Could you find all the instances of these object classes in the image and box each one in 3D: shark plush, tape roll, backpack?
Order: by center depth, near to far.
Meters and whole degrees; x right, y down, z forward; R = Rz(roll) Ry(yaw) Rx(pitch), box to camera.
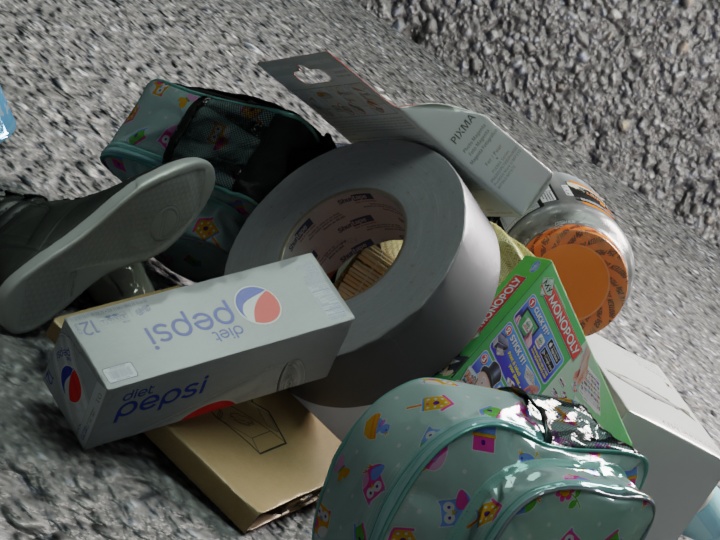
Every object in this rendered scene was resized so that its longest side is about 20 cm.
[{"bbox_3d":[0.078,0.165,1.328,0.200,0.176,0.153,19,15,-29],"label":"backpack"},{"bbox_3d":[0.000,0.000,1.510,0.200,0.200,0.066,47,-5,47],"label":"tape roll"},{"bbox_3d":[-0.205,0.000,1.591,0.083,0.091,0.200,52,-12,-29],"label":"shark plush"},{"bbox_3d":[-0.114,-0.067,1.683,0.200,0.153,0.176,29,-8,36],"label":"backpack"}]

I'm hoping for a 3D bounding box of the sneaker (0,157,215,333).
[{"bbox_3d":[-0.204,-0.040,1.476,0.099,0.200,0.071,35,-31,36],"label":"sneaker"}]

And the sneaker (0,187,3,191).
[{"bbox_3d":[-0.302,-0.065,1.513,0.078,0.080,0.200,29,13,-3],"label":"sneaker"}]

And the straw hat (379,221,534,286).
[{"bbox_3d":[0.102,0.009,1.664,0.201,0.085,0.201,49,17,-21],"label":"straw hat"}]

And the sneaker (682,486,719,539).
[{"bbox_3d":[0.280,0.198,1.893,0.082,0.074,0.200,55,1,-24],"label":"sneaker"}]

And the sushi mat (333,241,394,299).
[{"bbox_3d":[0.062,0.066,1.575,0.200,0.096,0.012,33,-20,-9],"label":"sushi mat"}]

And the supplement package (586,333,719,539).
[{"bbox_3d":[0.218,0.147,1.797,0.117,0.117,0.200,28,15,-21],"label":"supplement package"}]

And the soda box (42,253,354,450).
[{"bbox_3d":[-0.106,0.052,1.361,0.200,0.068,0.063,-15,57,-36],"label":"soda box"}]

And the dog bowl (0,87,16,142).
[{"bbox_3d":[-0.344,-0.116,1.440,0.199,0.050,0.112,-1,24,11],"label":"dog bowl"}]

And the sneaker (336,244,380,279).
[{"bbox_3d":[0.029,0.031,1.756,0.111,0.077,0.200,27,-21,-7],"label":"sneaker"}]

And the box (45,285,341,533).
[{"bbox_3d":[-0.105,0.092,1.429,0.200,0.021,0.163,43,23,16],"label":"box"}]

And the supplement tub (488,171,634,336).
[{"bbox_3d":[0.175,-0.012,1.812,0.122,0.123,0.200,29,12,-9],"label":"supplement tub"}]

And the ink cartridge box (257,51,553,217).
[{"bbox_3d":[0.033,-0.116,1.573,0.200,0.057,0.162,44,-14,-18],"label":"ink cartridge box"}]

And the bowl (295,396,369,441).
[{"bbox_3d":[0.037,0.107,1.650,0.200,0.075,0.200,29,15,-17],"label":"bowl"}]

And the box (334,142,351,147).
[{"bbox_3d":[0.025,-0.039,1.956,0.196,0.118,0.200,23,11,21],"label":"box"}]

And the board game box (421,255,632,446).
[{"bbox_3d":[0.130,0.107,1.546,0.029,0.135,0.200,12,-40,44],"label":"board game box"}]
